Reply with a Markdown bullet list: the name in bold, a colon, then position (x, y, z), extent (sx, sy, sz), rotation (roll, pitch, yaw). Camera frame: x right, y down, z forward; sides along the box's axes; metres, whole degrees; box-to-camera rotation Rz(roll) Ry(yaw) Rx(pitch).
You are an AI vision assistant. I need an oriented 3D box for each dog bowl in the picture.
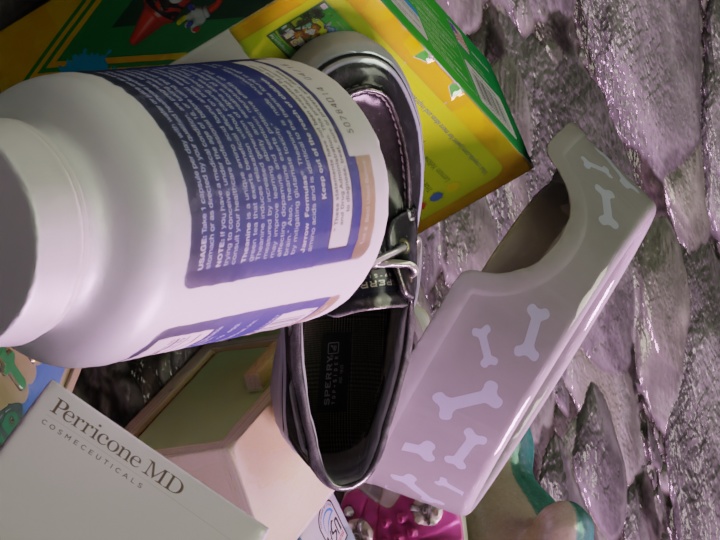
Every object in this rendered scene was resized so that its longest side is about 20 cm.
- **dog bowl**: position (0.073, 0.029, 1.303), extent (0.200, 0.059, 0.200), rotation (-57, 174, -9)

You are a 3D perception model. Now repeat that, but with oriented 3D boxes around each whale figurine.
- **whale figurine**: position (0.092, 0.169, 1.454), extent (0.103, 0.159, 0.201), rotation (9, 51, -23)

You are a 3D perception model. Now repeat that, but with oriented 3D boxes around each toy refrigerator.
- **toy refrigerator**: position (-0.045, 0.067, 1.288), extent (0.200, 0.076, 0.070), rotation (-47, 124, -57)

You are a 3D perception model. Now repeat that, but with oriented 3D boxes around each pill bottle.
- **pill bottle**: position (-0.087, -0.023, 1.052), extent (0.200, 0.111, 0.111), rotation (-10, 91, -54)

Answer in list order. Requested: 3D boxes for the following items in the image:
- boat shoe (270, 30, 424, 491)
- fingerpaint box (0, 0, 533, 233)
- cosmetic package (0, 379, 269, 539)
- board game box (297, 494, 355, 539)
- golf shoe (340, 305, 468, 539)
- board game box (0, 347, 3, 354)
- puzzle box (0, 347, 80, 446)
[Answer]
- **boat shoe**: position (0.000, 0.000, 1.161), extent (0.071, 0.072, 0.201), rotation (-127, -147, -59)
- **fingerpaint box**: position (-0.042, -0.075, 1.223), extent (0.200, 0.166, 0.074), rotation (41, 23, -53)
- **cosmetic package**: position (-0.131, 0.153, 0.996), extent (0.107, 0.085, 0.200), rotation (33, 52, -3)
- **board game box**: position (-0.020, 0.226, 1.321), extent (0.200, 0.047, 0.151), rotation (65, 30, -30)
- **golf shoe**: position (0.026, 0.104, 1.429), extent (0.091, 0.075, 0.201), rotation (-8, 90, -67)
- **board game box**: position (-0.201, -0.039, 1.021), extent (0.200, 0.029, 0.135), rotation (48, 41, -34)
- **puzzle box**: position (-0.168, 0.036, 1.105), extent (0.133, 0.025, 0.200), rotation (59, 34, -37)
